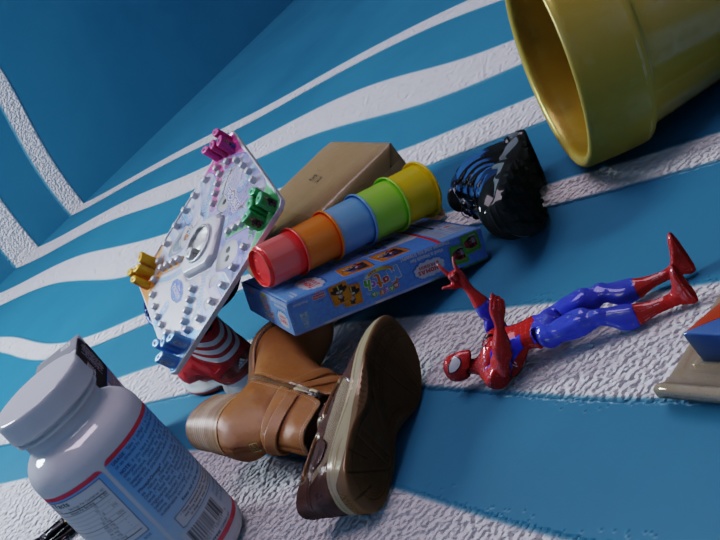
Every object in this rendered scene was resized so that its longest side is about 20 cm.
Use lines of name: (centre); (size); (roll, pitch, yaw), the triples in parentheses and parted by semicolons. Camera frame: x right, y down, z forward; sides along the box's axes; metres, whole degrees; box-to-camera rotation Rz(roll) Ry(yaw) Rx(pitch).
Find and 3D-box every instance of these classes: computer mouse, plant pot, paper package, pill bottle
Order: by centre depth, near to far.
pill bottle: (-0.196, 0.167, 0.884); (0.108, 0.200, 0.109); (-33, 20, 14)
plant pot: (0.249, -0.220, 0.971); (0.188, 0.202, 0.201); (-22, 20, 0)
computer mouse: (-0.372, 0.316, 1.131); (0.200, 0.034, 0.059); (-43, 19, -13)
paper package: (-0.033, -0.047, 1.214); (0.191, 0.104, 0.200); (-45, 20, -12)

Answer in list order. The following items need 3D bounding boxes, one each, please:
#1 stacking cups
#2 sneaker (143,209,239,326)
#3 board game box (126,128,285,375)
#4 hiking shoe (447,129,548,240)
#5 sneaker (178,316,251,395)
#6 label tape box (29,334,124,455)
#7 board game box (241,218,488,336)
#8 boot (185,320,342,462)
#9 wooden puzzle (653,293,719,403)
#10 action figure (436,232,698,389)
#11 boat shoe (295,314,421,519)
stacking cups: (-0.012, -0.040, 1.024); (0.199, 0.061, 0.060); (-29, 11, -32)
sneaker: (-0.158, -0.009, 1.188); (0.078, 0.070, 0.200); (2, -39, -48)
board game box: (-0.163, -0.027, 1.087); (0.201, 0.026, 0.200); (-56, 31, 12)
hiking shoe: (0.123, -0.066, 1.012); (0.086, 0.075, 0.200); (-24, 13, 19)
sneaker: (-0.175, 0.073, 1.183); (0.078, 0.116, 0.200); (-48, 21, -25)
label tape box: (-0.268, 0.166, 1.107); (0.063, 0.145, 0.200); (-37, 20, -1)
board game box: (0.000, 0.000, 1.042); (0.199, 0.037, 0.151); (-20, 14, -18)
boot: (-0.045, 0.102, 0.973); (0.154, 0.074, 0.200); (-5, 33, 43)
wooden puzzle: (0.277, 0.000, 0.622); (0.200, 0.046, 0.185); (-48, 20, -23)
action figure: (0.128, 0.019, 0.784); (0.199, 0.099, 0.065); (-31, 19, 29)
boat shoe: (-0.006, 0.114, 0.856); (0.072, 0.072, 0.201); (-26, 29, 31)
